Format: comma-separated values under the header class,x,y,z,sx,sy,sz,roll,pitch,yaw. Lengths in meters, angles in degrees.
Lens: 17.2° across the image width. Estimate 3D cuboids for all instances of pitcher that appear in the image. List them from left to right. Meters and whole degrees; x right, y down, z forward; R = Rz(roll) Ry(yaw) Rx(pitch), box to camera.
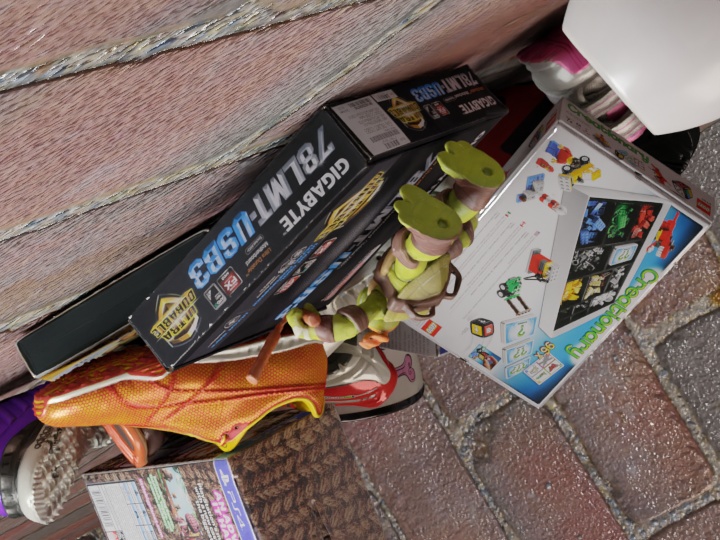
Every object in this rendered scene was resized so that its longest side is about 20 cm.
class,x,y,z,sx,sy,sz,roll,pitch,yaw
pitcher,0.201,-0.178,1.287,0.200,0.121,0.171,-42,153,7

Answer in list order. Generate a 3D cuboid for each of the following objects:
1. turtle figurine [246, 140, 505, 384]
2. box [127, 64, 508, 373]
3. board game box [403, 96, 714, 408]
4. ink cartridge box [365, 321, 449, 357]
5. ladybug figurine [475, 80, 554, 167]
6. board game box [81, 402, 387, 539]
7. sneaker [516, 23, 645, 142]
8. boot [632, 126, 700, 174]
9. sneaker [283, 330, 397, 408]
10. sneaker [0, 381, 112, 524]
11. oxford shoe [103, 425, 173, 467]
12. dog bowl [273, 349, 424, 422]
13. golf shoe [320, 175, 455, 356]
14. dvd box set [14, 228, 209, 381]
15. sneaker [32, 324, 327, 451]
class,x,y,z,sx,sy,sz,roll,pitch,yaw
turtle figurine,0.025,0.001,1.456,0.199,0.065,0.162,-31,163,-33
box,-0.023,-0.034,1.463,0.200,0.050,0.198,-46,167,27
board game box,0.128,-0.008,1.598,0.200,0.126,0.035,-50,-166,33
ink cartridge box,0.023,0.017,1.814,0.199,0.044,0.196,8,-165,32
ladybug figurine,0.112,-0.072,1.696,0.072,0.135,0.200,96,19,-44
board game box,-0.081,0.189,1.650,0.097,0.161,0.199,-26,-171,-36
sneaker,0.166,-0.130,1.613,0.081,0.089,0.200,-32,175,13
boot,0.233,-0.134,1.825,0.163,0.073,0.198,-58,180,-24
sneaker,-0.057,0.077,1.735,0.199,0.085,0.077,1,-120,44
sneaker,-0.243,0.112,1.717,0.099,0.070,0.200,-1,-158,14
oxford shoe,-0.146,0.084,1.643,0.072,0.071,0.200,-34,-173,-1
dog bowl,-0.048,0.061,1.878,0.198,0.074,0.200,0,-168,0
golf shoe,0.000,0.000,1.602,0.201,0.078,0.097,-54,-148,6
dvd box set,-0.149,0.028,1.596,0.146,0.030,0.200,-31,176,-2
sneaker,-0.110,0.083,1.525,0.198,0.078,0.073,-7,-172,-20
